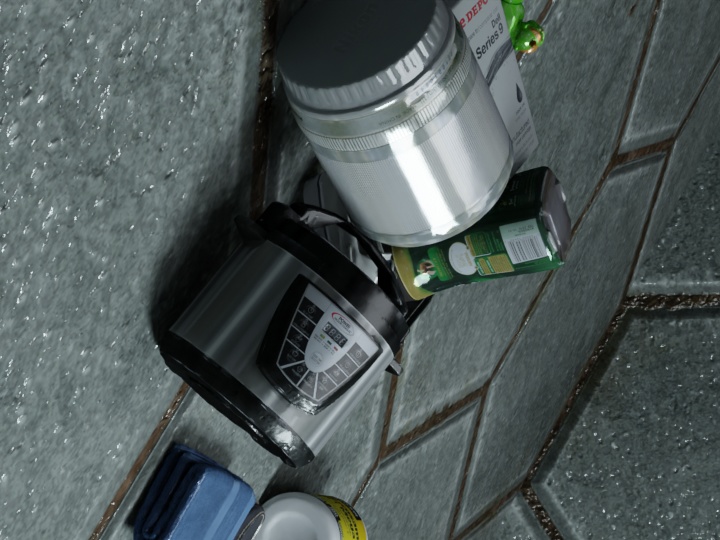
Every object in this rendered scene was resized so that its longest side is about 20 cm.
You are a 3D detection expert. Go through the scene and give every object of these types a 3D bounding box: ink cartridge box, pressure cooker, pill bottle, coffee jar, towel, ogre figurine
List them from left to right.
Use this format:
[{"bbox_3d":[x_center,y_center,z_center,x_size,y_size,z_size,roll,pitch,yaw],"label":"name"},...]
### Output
[{"bbox_3d":[-0.167,0.244,1.681,0.112,0.048,0.200,-60,163,-9],"label":"towel"},{"bbox_3d":[-0.058,0.046,1.474,0.200,0.178,0.176,-50,158,-12],"label":"pressure cooker"},{"bbox_3d":[-0.055,0.324,2.012,0.113,0.112,0.200,-62,163,-1],"label":"pill bottle"},{"bbox_3d":[0.084,-0.170,1.608,0.146,0.083,0.201,-49,132,-40],"label":"ink cartridge box"},{"bbox_3d":[0.105,-0.033,1.672,0.086,0.198,0.105,64,26,-28],"label":"coffee jar"},{"bbox_3d":[0.146,-0.265,1.770,0.200,0.098,0.120,-49,-174,25],"label":"ogre figurine"}]

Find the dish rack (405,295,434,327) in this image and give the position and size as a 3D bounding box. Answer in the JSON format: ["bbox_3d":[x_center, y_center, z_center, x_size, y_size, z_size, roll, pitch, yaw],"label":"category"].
[{"bbox_3d":[0.037,0.000,1.901,0.154,0.054,0.201,-51,159,-36],"label":"dish rack"}]

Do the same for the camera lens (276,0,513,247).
[{"bbox_3d":[0.033,-0.133,1.430,0.161,0.159,0.201,-54,137,-25],"label":"camera lens"}]

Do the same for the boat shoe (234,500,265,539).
[{"bbox_3d":[-0.152,0.348,1.851,0.201,0.062,0.073,-58,162,-17],"label":"boat shoe"}]

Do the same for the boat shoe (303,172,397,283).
[{"bbox_3d":[0.000,0.000,1.590,0.073,0.065,0.202,-11,84,-65],"label":"boat shoe"}]
